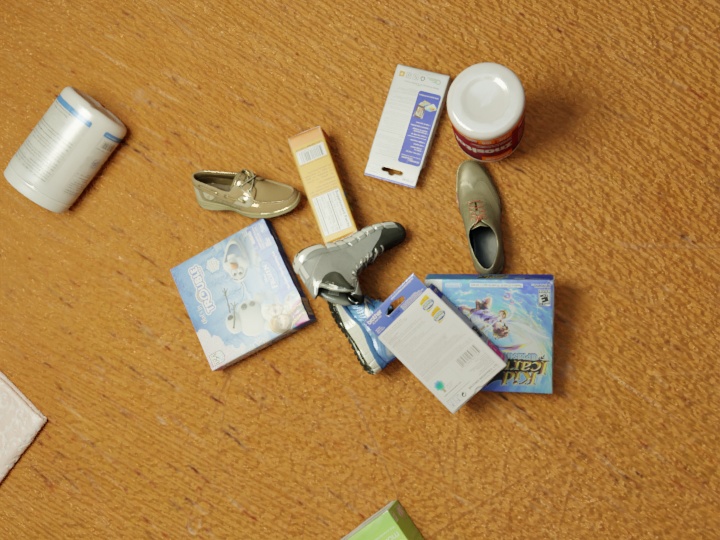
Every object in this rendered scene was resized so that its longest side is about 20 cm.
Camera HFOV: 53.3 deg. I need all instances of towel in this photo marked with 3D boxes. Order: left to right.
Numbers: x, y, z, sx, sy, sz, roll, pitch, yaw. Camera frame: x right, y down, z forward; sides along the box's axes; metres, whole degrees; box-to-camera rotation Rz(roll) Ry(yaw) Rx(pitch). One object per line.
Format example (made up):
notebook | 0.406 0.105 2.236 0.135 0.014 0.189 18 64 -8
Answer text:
towel | -0.713 0.298 1.357 0.191 0.032 0.200 39 95 13

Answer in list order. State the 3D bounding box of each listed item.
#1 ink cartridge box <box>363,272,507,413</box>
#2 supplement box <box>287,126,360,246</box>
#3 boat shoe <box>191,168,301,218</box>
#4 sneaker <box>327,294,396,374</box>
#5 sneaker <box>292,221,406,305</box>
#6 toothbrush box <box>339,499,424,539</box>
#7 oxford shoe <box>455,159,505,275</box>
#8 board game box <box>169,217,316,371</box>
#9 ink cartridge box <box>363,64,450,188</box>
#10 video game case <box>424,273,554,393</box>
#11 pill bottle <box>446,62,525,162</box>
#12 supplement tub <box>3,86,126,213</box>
ink cartridge box | 0.115 0.109 1.108 0.200 0.042 0.119 44 110 0
supplement box | -0.059 -0.139 1.229 0.069 0.067 0.201 -19 81 8
boat shoe | -0.202 -0.138 1.249 0.199 0.065 0.071 4 48 15
sneaker | 0.005 0.071 1.197 0.089 0.079 0.200 -26 72 -14
sneaker | 0.000 0.000 1.162 0.199 0.075 0.116 -20 60 -14
toothbrush box | 0.052 0.493 1.131 0.145 0.086 0.200 -37 79 7
oxford shoe | 0.196 -0.089 1.158 0.070 0.075 0.201 -15 81 11
board game box | -0.207 0.043 1.256 0.198 0.043 0.201 -28 78 10
ink cartridge box | 0.080 -0.243 1.222 0.094 0.037 0.201 17 86 13
video game case | 0.202 0.098 1.129 0.199 0.045 0.182 0 102 13
pill bottle | 0.197 -0.233 1.108 0.112 0.200 0.114 -1 84 13
supplement tub | -0.538 -0.221 1.315 0.132 0.132 0.200 41 94 14
